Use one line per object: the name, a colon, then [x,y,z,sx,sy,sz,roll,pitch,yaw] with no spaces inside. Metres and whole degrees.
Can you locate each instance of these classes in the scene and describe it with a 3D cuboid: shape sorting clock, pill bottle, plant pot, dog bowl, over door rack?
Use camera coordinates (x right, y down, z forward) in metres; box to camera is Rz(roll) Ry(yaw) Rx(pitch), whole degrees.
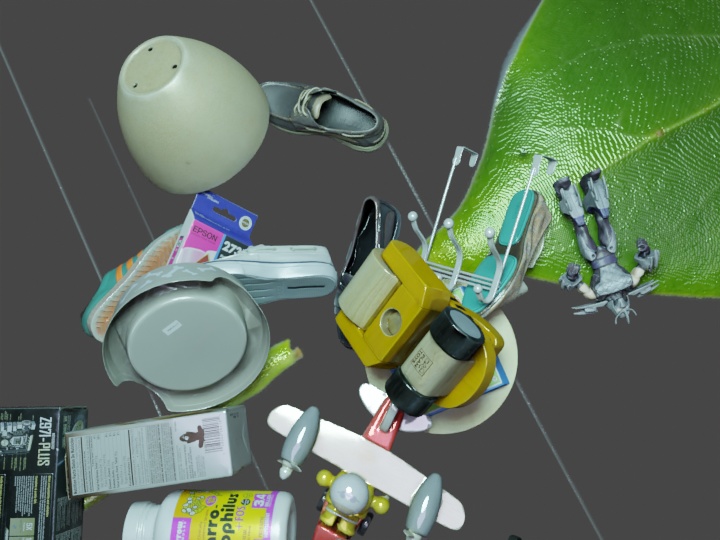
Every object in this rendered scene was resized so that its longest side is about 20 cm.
shape sorting clock: [0.103,0.109,0.943,0.197,0.039,0.203,-3,72,10]
pill bottle: [-0.181,0.322,0.887,0.197,0.104,0.106,0,80,3]
plant pot: [-0.235,-0.220,0.943,0.197,0.135,0.203,-8,62,16]
dog bowl: [-0.212,0.079,0.892,0.198,0.201,0.059,-25,37,-2]
over door rack: [0.138,-0.071,0.925,0.147,0.066,0.202,18,79,48]

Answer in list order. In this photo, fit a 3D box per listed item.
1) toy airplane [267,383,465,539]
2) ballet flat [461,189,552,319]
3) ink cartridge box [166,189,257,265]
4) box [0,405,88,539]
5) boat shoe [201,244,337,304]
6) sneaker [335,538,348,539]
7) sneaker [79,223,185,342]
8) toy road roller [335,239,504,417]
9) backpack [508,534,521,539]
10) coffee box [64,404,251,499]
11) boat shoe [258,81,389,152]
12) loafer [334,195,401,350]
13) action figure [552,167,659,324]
toy airplane: [0.004,0.235,0.855,0.197,0.141,0.202,-18,90,11]
ballet flat: [0.198,-0.009,0.940,0.067,0.068,0.201,41,72,-35]
ink cartridge box: [-0.205,0.001,0.959,0.094,0.037,0.202,26,78,-32]
box: [-0.442,0.274,0.919,0.161,0.086,0.203,-2,80,3]
boat shoe: [-0.130,0.002,0.954,0.197,0.074,0.067,2,48,-19]
sneaker: [-0.050,0.393,0.838,0.076,0.085,0.202,22,122,0]
sneaker: [-0.293,0.007,0.967,0.079,0.072,0.200,14,53,47]
toy road roller: [0.079,0.072,0.865,0.123,0.145,0.201,-53,53,20]
backpack: [0.258,0.397,0.840,0.197,0.127,0.169,-2,76,0]
coffee box: [-0.246,0.222,0.905,0.197,0.114,0.081,-9,81,3]
boat shoe: [-0.055,-0.223,0.995,0.197,0.073,0.076,15,80,6]
loafer: [0.000,0.000,0.950,0.071,0.063,0.203,7,76,29]
action figure: [0.310,-0.026,0.944,0.128,0.069,0.203,-17,82,-5]
